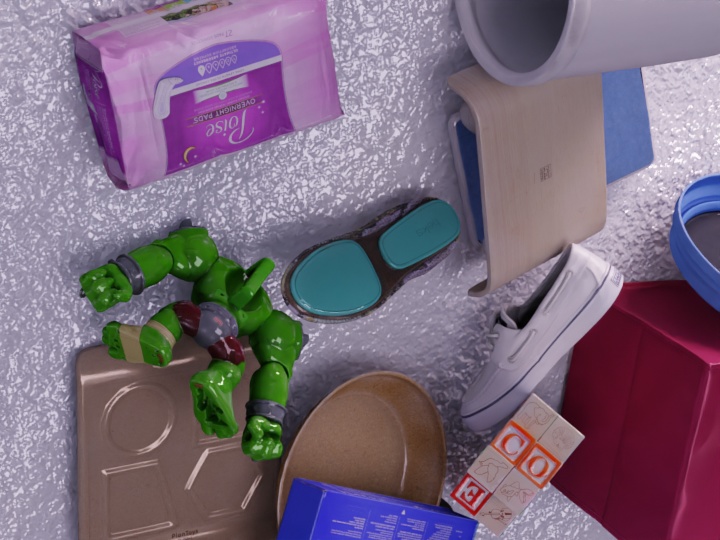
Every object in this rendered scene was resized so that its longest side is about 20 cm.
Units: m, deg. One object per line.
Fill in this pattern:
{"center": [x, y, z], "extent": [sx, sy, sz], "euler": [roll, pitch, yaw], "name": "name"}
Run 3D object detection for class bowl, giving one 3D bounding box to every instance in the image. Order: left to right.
{"center": [0.371, -0.009, 1.787], "extent": [0.199, 0.201, 0.040], "euler": [-2, 134, -30], "name": "bowl"}

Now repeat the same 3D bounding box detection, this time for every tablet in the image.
{"center": [0.170, -0.113, 1.730], "extent": [0.199, 0.014, 0.131], "euler": [-25, 121, -19], "name": "tablet"}

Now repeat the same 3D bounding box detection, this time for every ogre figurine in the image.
{"center": [-0.116, 0.046, 1.557], "extent": [0.120, 0.199, 0.098], "euler": [-52, 172, -36], "name": "ogre figurine"}

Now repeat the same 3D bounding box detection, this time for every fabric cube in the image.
{"center": [0.315, 0.136, 1.807], "extent": [0.194, 0.200, 0.201], "euler": [-1, 111, -29], "name": "fabric cube"}

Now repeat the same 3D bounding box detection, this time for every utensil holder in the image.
{"center": [0.202, -0.242, 1.600], "extent": [0.198, 0.170, 0.172], "euler": [-8, 114, -29], "name": "utensil holder"}

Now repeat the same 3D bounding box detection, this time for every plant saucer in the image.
{"center": [-0.006, 0.182, 1.714], "extent": [0.199, 0.035, 0.202], "euler": [-13, 109, -41], "name": "plant saucer"}

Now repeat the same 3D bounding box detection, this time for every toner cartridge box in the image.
{"center": [0.012, 0.241, 1.692], "extent": [0.199, 0.043, 0.096], "euler": [18, 89, -44], "name": "toner cartridge box"}

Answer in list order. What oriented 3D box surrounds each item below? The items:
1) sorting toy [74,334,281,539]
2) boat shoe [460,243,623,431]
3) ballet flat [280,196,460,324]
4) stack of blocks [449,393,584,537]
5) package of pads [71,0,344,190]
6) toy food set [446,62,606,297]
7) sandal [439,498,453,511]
{"center": [-0.151, 0.146, 1.639], "extent": [0.184, 0.036, 0.202], "euler": [-9, 110, -28], "name": "sorting toy"}
{"center": [0.144, 0.056, 1.742], "extent": [0.065, 0.074, 0.200], "euler": [36, 109, -12], "name": "boat shoe"}
{"center": [0.000, 0.000, 1.627], "extent": [0.199, 0.072, 0.073], "euler": [-27, 124, -39], "name": "ballet flat"}
{"center": [0.135, 0.170, 1.721], "extent": [0.058, 0.200, 0.115], "euler": [39, 89, 7], "name": "stack of blocks"}
{"center": [-0.112, -0.148, 1.508], "extent": [0.198, 0.076, 0.122], "euler": [-21, 118, -22], "name": "package of pads"}
{"center": [0.138, -0.092, 1.685], "extent": [0.143, 0.060, 0.202], "euler": [-26, 124, -32], "name": "toy food set"}
{"center": [0.075, 0.303, 1.829], "extent": [0.075, 0.045, 0.202], "euler": [-22, 120, -21], "name": "sandal"}
